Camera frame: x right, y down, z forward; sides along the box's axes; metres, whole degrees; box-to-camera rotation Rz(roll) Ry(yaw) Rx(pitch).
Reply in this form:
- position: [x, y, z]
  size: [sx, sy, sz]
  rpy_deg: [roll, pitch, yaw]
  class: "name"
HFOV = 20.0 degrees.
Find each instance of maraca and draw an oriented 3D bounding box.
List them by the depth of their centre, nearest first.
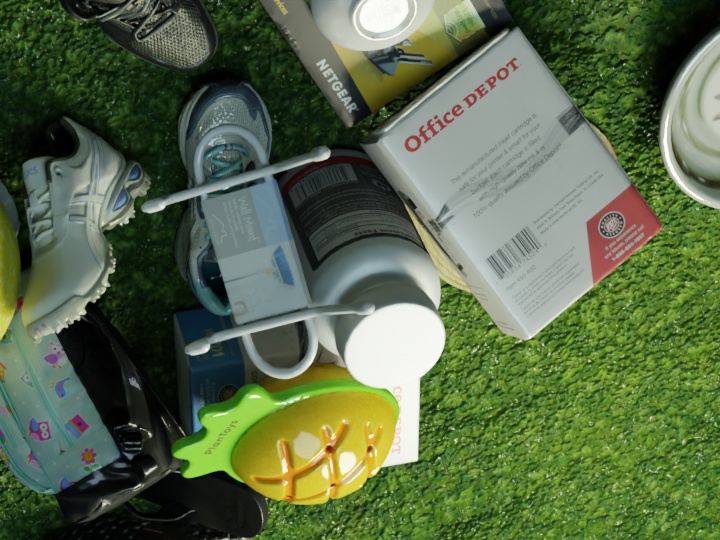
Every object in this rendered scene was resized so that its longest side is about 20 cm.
- position: [-0.057, 0.130, 1.625]
  size: [0.199, 0.107, 0.137]
  rpy_deg: [5, 135, -38]
  class: "maraca"

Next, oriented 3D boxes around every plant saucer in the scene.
- position: [0.337, -0.146, 1.714]
  size: [0.199, 0.050, 0.201]
  rpy_deg: [-9, 127, -13]
  class: "plant saucer"

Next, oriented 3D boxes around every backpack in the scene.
- position: [-0.236, 0.095, 1.610]
  size: [0.126, 0.167, 0.201]
  rpy_deg: [-32, 88, 0]
  class: "backpack"

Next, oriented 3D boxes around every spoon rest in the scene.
- position: [0.004, -0.238, 1.477]
  size: [0.099, 0.061, 0.201]
  rpy_deg: [-18, 141, -5]
  class: "spoon rest"

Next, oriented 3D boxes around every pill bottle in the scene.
- position: [0.000, 0.000, 1.610]
  size: [0.110, 0.200, 0.111]
  rpy_deg: [-9, 128, -12]
  class: "pill bottle"

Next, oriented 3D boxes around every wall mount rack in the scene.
- position: [-0.068, -0.015, 1.519]
  size: [0.173, 0.074, 0.201]
  rpy_deg: [-15, 94, 27]
  class: "wall mount rack"

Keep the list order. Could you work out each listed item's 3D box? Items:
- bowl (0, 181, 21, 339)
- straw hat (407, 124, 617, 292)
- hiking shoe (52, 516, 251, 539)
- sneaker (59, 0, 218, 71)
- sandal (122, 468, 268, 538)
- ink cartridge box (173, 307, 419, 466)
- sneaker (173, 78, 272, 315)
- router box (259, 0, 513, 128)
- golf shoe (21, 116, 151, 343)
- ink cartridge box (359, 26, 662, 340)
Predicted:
- position: [-0.321, -0.026, 1.530]
  size: [0.108, 0.199, 0.201]
  rpy_deg: [-42, 142, -43]
  class: "bowl"
- position: [0.139, -0.035, 1.704]
  size: [0.200, 0.085, 0.202]
  rpy_deg: [-9, 125, -12]
  class: "straw hat"
- position: [-0.191, 0.274, 1.818]
  size: [0.199, 0.076, 0.101]
  rpy_deg: [-7, 122, -15]
  class: "hiking shoe"
- position: [-0.170, -0.197, 1.473]
  size: [0.076, 0.114, 0.200]
  rpy_deg: [-33, 129, 9]
  class: "sneaker"
- position: [-0.170, 0.179, 1.706]
  size: [0.045, 0.199, 0.076]
  rpy_deg: [-43, 140, -44]
  class: "sandal"
- position: [-0.053, 0.100, 1.737]
  size: [0.199, 0.086, 0.147]
  rpy_deg: [-8, 126, -11]
  class: "ink cartridge box"
- position: [-0.102, -0.054, 1.610]
  size: [0.077, 0.086, 0.201]
  rpy_deg: [-5, 125, -14]
  class: "sneaker"
- position: [0.003, -0.228, 1.544]
  size: [0.157, 0.052, 0.200]
  rpy_deg: [-33, 128, 6]
  class: "router box"
- position: [-0.229, -0.033, 1.525]
  size: [0.078, 0.201, 0.097]
  rpy_deg: [-27, 121, 28]
  class: "golf shoe"
- position: [0.117, -0.069, 1.607]
  size: [0.147, 0.083, 0.200]
  rpy_deg: [-38, 98, -7]
  class: "ink cartridge box"
